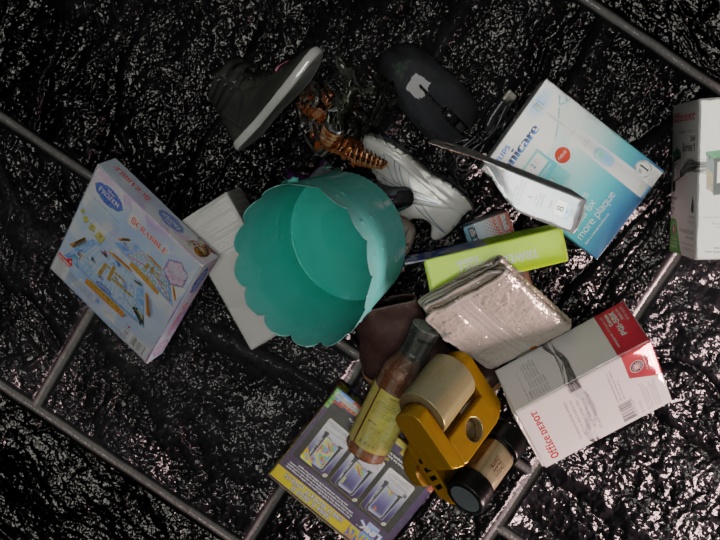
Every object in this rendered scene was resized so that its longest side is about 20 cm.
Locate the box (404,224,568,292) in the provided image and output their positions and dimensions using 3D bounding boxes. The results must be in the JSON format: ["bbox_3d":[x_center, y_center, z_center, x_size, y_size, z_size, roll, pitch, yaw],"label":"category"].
[{"bbox_3d":[0.157,-0.015,1.241,0.196,0.122,0.049,-13,93,5],"label":"box"}]

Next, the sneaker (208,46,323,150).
[{"bbox_3d":[-0.136,-0.255,1.293,0.100,0.071,0.199,51,128,0],"label":"sneaker"}]

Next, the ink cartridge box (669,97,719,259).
[{"bbox_3d":[0.460,-0.121,1.264,0.083,0.146,0.204,-1,95,5],"label":"ink cartridge box"}]

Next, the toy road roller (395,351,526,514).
[{"bbox_3d":[0.107,0.216,1.271,0.123,0.145,0.202,-44,110,-35],"label":"toy road roller"}]

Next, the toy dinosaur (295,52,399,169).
[{"bbox_3d":[-0.015,-0.197,1.279,0.200,0.102,0.137,43,112,21],"label":"toy dinosaur"}]

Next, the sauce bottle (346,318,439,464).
[{"bbox_3d":[0.046,0.160,1.285,0.065,0.066,0.202,27,110,0],"label":"sauce bottle"}]

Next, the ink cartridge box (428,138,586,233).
[{"bbox_3d":[0.172,-0.107,1.193,0.197,0.160,0.048,20,101,3],"label":"ink cartridge box"}]

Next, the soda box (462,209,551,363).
[{"bbox_3d":[0.202,0.022,1.335,0.067,0.064,0.203,-19,94,6],"label":"soda box"}]

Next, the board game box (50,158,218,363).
[{"bbox_3d":[-0.311,-0.011,1.318,0.200,0.041,0.200,43,124,8],"label":"board game box"}]

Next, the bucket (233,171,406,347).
[{"bbox_3d":[-0.047,-0.023,1.219,0.204,0.135,0.211,9,110,24],"label":"bucket"}]

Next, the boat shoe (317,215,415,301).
[{"bbox_3d":[0.000,0.000,1.341,0.075,0.073,0.200,45,102,2],"label":"boat shoe"}]

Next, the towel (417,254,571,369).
[{"bbox_3d":[0.172,0.059,1.223,0.131,0.199,0.035,-29,49,25],"label":"towel"}]

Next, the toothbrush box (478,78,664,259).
[{"bbox_3d":[0.279,-0.136,1.304,0.199,0.085,0.147,38,98,0],"label":"toothbrush box"}]

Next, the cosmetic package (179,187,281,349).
[{"bbox_3d":[-0.157,-0.003,1.333,0.089,0.107,0.202,-31,95,7],"label":"cosmetic package"}]

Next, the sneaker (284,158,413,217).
[{"bbox_3d":[-0.024,-0.113,1.309,0.197,0.074,0.089,-7,86,26],"label":"sneaker"}]

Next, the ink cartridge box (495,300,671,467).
[{"bbox_3d":[0.298,0.155,1.301,0.198,0.083,0.148,-28,132,5],"label":"ink cartridge box"}]

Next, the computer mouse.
[{"bbox_3d":[0.106,-0.234,1.320,0.199,0.053,0.139,38,98,-1],"label":"computer mouse"}]

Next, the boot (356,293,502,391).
[{"bbox_3d":[0.091,0.106,1.317,0.196,0.073,0.169,-7,125,11],"label":"boot"}]

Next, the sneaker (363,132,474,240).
[{"bbox_3d":[0.058,-0.118,1.327,0.199,0.075,0.088,36,103,0],"label":"sneaker"}]

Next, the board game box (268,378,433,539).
[{"bbox_3d":[-0.004,0.283,1.379,0.199,0.057,0.166,40,99,-2],"label":"board game box"}]
